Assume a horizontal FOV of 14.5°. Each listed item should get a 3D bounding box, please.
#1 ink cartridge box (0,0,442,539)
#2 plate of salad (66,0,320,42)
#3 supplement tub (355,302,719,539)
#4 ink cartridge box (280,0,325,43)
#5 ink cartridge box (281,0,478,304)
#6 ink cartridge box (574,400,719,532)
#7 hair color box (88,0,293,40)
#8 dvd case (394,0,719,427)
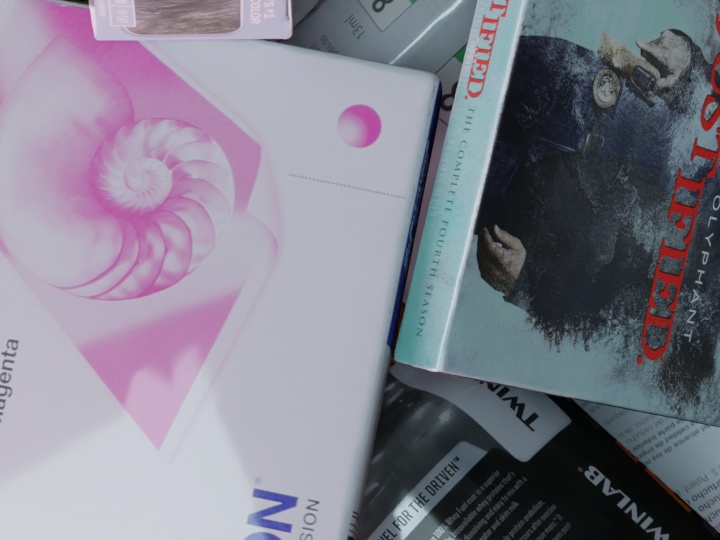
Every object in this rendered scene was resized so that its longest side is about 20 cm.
[{"bbox_3d":[-0.091,0.021,0.821,0.200,0.043,0.197,10,82,3],"label":"ink cartridge box"},{"bbox_3d":[-0.097,-0.128,0.903,0.200,0.048,0.200,-3,55,4],"label":"plate of salad"},{"bbox_3d":[0.053,0.110,0.889,0.200,0.123,0.123,43,101,9],"label":"supplement tub"},{"bbox_3d":[0.023,-0.138,0.965,0.200,0.083,0.145,-33,70,11],"label":"ink cartridge box"},{"bbox_3d":[0.000,0.000,0.927,0.200,0.161,0.050,-44,47,8],"label":"ink cartridge box"},{"bbox_3d":[0.126,-0.005,1.002,0.199,0.041,0.200,-32,91,11],"label":"ink cartridge box"},{"bbox_3d":[-0.049,-0.176,0.806,0.061,0.099,0.200,-1,68,-3],"label":"hair color box"},{"bbox_3d":[0.094,-0.028,0.885,0.022,0.200,0.146,13,89,39],"label":"dvd case"}]
